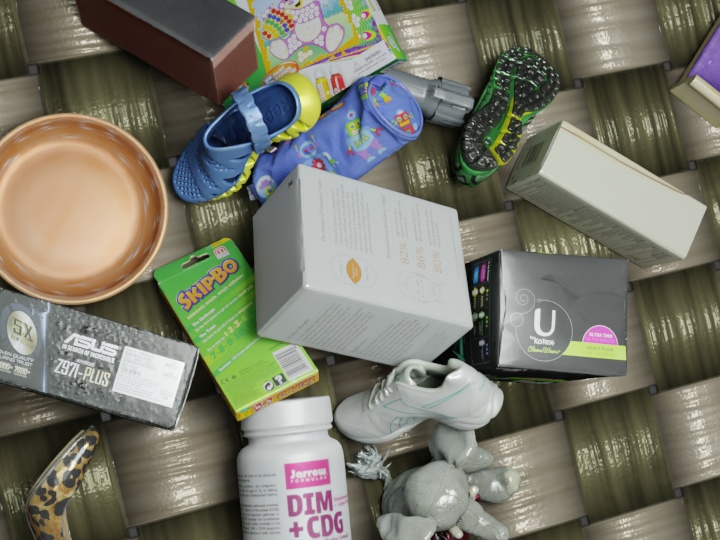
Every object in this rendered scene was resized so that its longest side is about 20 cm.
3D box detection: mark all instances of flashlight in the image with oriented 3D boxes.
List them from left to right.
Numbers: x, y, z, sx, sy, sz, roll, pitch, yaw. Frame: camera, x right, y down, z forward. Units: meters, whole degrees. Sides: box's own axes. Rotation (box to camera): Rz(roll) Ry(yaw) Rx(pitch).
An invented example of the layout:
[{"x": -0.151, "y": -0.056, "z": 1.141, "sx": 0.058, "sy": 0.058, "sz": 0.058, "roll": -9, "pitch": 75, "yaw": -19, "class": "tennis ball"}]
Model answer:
[{"x": 0.021, "y": -0.207, "z": 1.448, "sx": 0.200, "sy": 0.068, "sz": 0.068, "roll": 14, "pitch": 41, "yaw": -18, "class": "flashlight"}]

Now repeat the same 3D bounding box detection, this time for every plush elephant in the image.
[{"x": 0.090, "y": 0.249, "z": 1.370, "sx": 0.200, "sy": 0.155, "sz": 0.165, "roll": 33, "pitch": 77, "yaw": -11, "class": "plush elephant"}]

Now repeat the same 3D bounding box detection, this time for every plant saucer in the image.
[{"x": -0.303, "y": -0.063, "z": 1.354, "sx": 0.200, "sy": 0.037, "sz": 0.201, "roll": 1, "pitch": 85, "yaw": -16, "class": "plant saucer"}]

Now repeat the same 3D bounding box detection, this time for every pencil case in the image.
[{"x": -0.030, "y": -0.130, "z": 1.360, "sx": 0.087, "sy": 0.200, "sz": 0.078, "roll": 51, "pitch": 33, "yaw": -12, "class": "pencil case"}]

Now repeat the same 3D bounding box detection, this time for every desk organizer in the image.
[{"x": -0.204, "y": -0.259, "z": 1.343, "sx": 0.200, "sy": 0.077, "sz": 0.072, "roll": 32, "pitch": 64, "yaw": 19, "class": "desk organizer"}]

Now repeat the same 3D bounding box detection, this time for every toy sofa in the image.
[{"x": 0.470, "y": -0.277, "z": 1.560, "sx": 0.083, "sy": 0.098, "sz": 0.200, "roll": 36, "pitch": 77, "yaw": -10, "class": "toy sofa"}]

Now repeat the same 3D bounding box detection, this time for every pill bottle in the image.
[{"x": -0.070, "y": 0.235, "z": 1.349, "sx": 0.113, "sy": 0.113, "sz": 0.200, "roll": -5, "pitch": 86, "yaw": -16, "class": "pill bottle"}]

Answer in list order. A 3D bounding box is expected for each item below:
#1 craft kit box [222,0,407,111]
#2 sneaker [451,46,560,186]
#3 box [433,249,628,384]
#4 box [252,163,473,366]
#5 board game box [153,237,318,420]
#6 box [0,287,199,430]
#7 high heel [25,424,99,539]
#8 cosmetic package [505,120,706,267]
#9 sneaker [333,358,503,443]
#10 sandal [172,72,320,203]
[{"x": -0.080, "y": -0.261, "z": 1.368, "sx": 0.200, "sy": 0.049, "sz": 0.198, "roll": -29, "pitch": 85, "yaw": 23, "class": "craft kit box"}, {"x": 0.157, "y": -0.178, "z": 1.478, "sx": 0.078, "sy": 0.085, "sz": 0.200, "roll": 38, "pitch": 61, "yaw": -2, "class": "sneaker"}, {"x": 0.178, "y": 0.055, "z": 1.390, "sx": 0.148, "sy": 0.200, "sz": 0.125, "roll": 4, "pitch": 81, "yaw": -16, "class": "box"}, {"x": 0.000, "y": 0.000, "z": 1.347, "sx": 0.200, "sy": 0.106, "sz": 0.152, "roll": 15, "pitch": 53, "yaw": -27, "class": "box"}, {"x": -0.133, "y": 0.056, "z": 1.352, "sx": 0.095, "sy": 0.030, "sz": 0.200, "roll": -26, "pitch": 61, "yaw": -16, "class": "board game box"}, {"x": -0.274, "y": 0.090, "z": 1.281, "sx": 0.200, "sy": 0.164, "sz": 0.086, "roll": 18, "pitch": 80, "yaw": -12, "class": "box"}, {"x": -0.277, "y": 0.267, "z": 1.305, "sx": 0.142, "sy": 0.071, "sz": 0.200, "roll": 33, "pitch": 93, "yaw": -4, "class": "high heel"}, {"x": 0.280, "y": -0.084, "z": 1.485, "sx": 0.200, "sy": 0.104, "sz": 0.073, "roll": 28, "pitch": 77, "yaw": -12, "class": "cosmetic package"}, {"x": 0.048, "y": 0.129, "z": 1.362, "sx": 0.080, "sy": 0.200, "sz": 0.071, "roll": 48, "pitch": 41, "yaw": -34, "class": "sneaker"}, {"x": -0.136, "y": -0.136, "z": 1.336, "sx": 0.087, "sy": 0.200, "sz": 0.080, "roll": -16, "pitch": 71, "yaw": -54, "class": "sandal"}]
